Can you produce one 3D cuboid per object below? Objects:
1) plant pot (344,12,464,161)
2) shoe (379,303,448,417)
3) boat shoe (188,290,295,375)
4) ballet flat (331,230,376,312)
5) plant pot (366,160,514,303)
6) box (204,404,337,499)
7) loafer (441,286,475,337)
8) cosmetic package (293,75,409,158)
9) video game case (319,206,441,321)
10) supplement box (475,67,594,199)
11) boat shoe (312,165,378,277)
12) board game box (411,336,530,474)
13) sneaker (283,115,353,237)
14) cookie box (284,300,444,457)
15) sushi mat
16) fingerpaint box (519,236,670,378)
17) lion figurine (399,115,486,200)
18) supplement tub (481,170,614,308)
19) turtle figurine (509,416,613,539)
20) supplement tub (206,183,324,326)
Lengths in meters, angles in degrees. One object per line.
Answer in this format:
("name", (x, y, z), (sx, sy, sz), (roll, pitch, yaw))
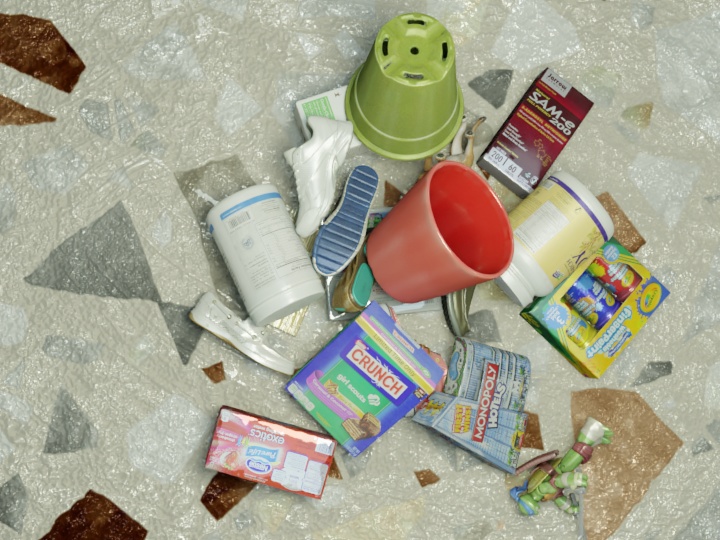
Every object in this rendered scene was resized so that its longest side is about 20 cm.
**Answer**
("plant pot", (0.075, -0.300, 1.604), (0.198, 0.190, 0.202), (0, 74, -2))
("shoe", (0.088, 0.141, 1.728), (0.090, 0.071, 0.202), (-18, 100, -11))
("boat shoe", (-0.185, 0.102, 1.699), (0.199, 0.071, 0.070), (32, 85, -3))
("ballet flat", (0.000, 0.000, 1.686), (0.068, 0.072, 0.201), (50, 41, -24))
("plant pot", (0.116, -0.045, 1.636), (0.199, 0.177, 0.202), (25, 50, -34))
("box", (-0.147, 0.295, 1.680), (0.198, 0.095, 0.101), (16, 84, -6))
("loafer", (0.173, 0.014, 1.748), (0.069, 0.075, 0.202), (-4, 87, -3))
("cosmetic package", (-0.003, -0.257, 1.738), (0.198, 0.085, 0.109), (-21, 86, -7))
("video game case", (0.034, -0.014, 1.753), (0.198, 0.023, 0.184), (-5, 88, -11))
("supplement box", (0.303, -0.238, 1.787), (0.108, 0.061, 0.201), (36, 82, -3))
("boat shoe", (-0.023, -0.072, 1.692), (0.072, 0.072, 0.201), (27, 71, -1))
("board game box", (0.189, 0.220, 1.704), (0.198, 0.061, 0.202), (17, 84, -33))
("sneaker", (-0.082, -0.155, 1.654), (0.098, 0.078, 0.202), (17, 87, -7))
("cookie box", (0.005, 0.177, 1.669), (0.171, 0.075, 0.200), (45, 117, -2))
("sushi mat", (-0.113, 0.001, 1.744), (0.095, 0.012, 0.202), (23, 84, -4))
("fingerpaint box", (0.404, 0.057, 1.774), (0.167, 0.073, 0.200), (43, 83, -2))
("lion figurine", (0.150, -0.173, 1.745), (0.199, 0.123, 0.072), (-34, 48, -30))
("supplement tub", (0.303, -0.050, 1.706), (0.200, 0.145, 0.146), (-42, 92, 0))
("turtle figurine", (0.371, 0.359, 1.721), (0.194, 0.199, 0.144), (-52, 128, -11))
("supplement tub", (-0.156, -0.026, 1.670), (0.131, 0.132, 0.202), (-25, 83, -8))
